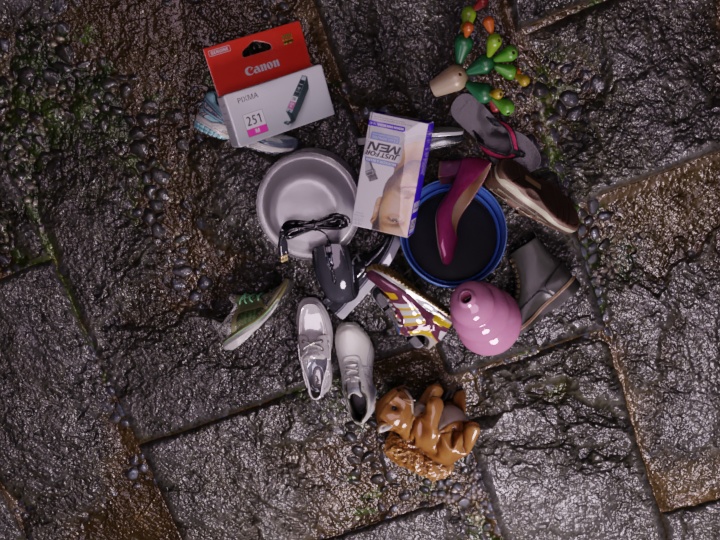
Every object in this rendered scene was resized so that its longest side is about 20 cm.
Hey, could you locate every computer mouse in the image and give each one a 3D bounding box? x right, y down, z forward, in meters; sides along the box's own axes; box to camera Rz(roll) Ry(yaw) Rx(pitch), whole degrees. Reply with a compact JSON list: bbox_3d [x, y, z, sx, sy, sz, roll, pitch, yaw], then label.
[{"bbox_3d":[-0.077,-0.007,1.553,0.137,0.046,0.203,-4,127,5],"label":"computer mouse"}]

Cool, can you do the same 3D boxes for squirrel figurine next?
[{"bbox_3d":[0.108,0.316,1.670,0.183,0.142,0.203,14,116,-13],"label":"squirrel figurine"}]

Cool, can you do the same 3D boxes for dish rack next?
[{"bbox_3d":[0.135,0.043,1.645,0.199,0.055,0.154,-39,102,11],"label":"dish rack"}]

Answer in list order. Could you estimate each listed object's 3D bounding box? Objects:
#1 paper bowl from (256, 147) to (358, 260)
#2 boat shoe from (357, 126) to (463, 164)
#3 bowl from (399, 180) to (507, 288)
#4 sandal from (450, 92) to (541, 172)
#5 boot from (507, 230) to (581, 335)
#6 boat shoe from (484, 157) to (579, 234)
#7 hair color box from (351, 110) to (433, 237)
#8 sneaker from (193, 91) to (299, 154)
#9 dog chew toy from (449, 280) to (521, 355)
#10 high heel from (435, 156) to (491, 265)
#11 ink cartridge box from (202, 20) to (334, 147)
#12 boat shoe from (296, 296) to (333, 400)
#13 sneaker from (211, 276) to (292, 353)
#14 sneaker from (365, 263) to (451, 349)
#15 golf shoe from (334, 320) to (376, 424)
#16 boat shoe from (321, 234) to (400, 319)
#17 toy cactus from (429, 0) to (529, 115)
[{"bbox_3d":[-0.095,-0.119,1.586,0.196,0.105,0.205,1,107,4],"label":"paper bowl"},{"bbox_3d":[0.092,-0.224,1.564,0.196,0.076,0.062,-3,105,17],"label":"boat shoe"},{"bbox_3d":[0.170,-0.066,1.578,0.196,0.039,0.205,0,79,2],"label":"bowl"},{"bbox_3d":[0.244,-0.242,1.560,0.199,0.045,0.075,38,104,-7],"label":"sandal"},{"bbox_3d":[0.298,0.036,1.631,0.199,0.077,0.139,-40,91,6],"label":"boot"},{"bbox_3d":[0.314,-0.130,1.586,0.201,0.075,0.075,36,142,-15],"label":"boat shoe"},{"bbox_3d":[0.056,-0.170,1.512,0.107,0.065,0.204,13,105,12],"label":"hair color box"},{"bbox_3d":[-0.204,-0.270,1.564,0.196,0.078,0.088,16,103,-2],"label":"sneaker"},{"bbox_3d":[0.214,0.077,1.525,0.122,0.200,0.127,-8,69,22],"label":"dog chew toy"},{"bbox_3d":[0.184,-0.109,1.527,0.094,0.067,0.204,-1,76,15],"label":"high heel"},{"bbox_3d":[-0.159,-0.332,1.514,0.197,0.043,0.177,-23,107,-23],"label":"ink cartridge box"},{"bbox_3d":[-0.088,0.156,1.679,0.069,0.069,0.204,-6,105,7],"label":"boat shoe"},{"bbox_3d":[-0.216,0.071,1.666,0.200,0.077,0.089,-43,91,11],"label":"sneaker"},{"bbox_3d":[0.078,0.070,1.579,0.198,0.075,0.091,34,100,-14],"label":"sneaker"},{"bbox_3d":[-0.007,0.202,1.675,0.077,0.097,0.204,-11,104,8],"label":"golf shoe"},{"bbox_3d":[0.000,0.000,1.634,0.067,0.072,0.201,37,112,-9],"label":"boat shoe"},{"bbox_3d":[0.200,-0.361,1.515,0.163,0.102,0.203,-21,104,23],"label":"toy cactus"}]
